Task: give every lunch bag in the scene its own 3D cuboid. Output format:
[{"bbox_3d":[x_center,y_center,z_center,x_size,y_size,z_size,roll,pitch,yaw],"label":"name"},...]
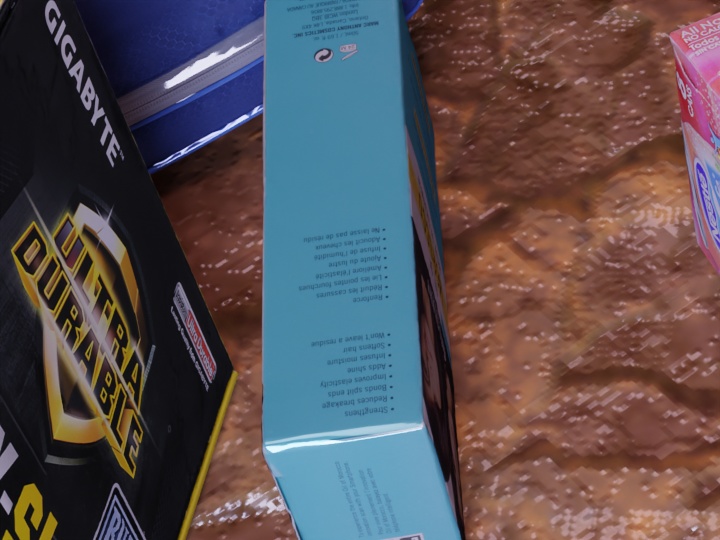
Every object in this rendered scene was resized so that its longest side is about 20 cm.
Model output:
[{"bbox_3d":[-0.072,-0.128,0.757,0.199,0.132,0.136,-28,48,2],"label":"lunch bag"}]

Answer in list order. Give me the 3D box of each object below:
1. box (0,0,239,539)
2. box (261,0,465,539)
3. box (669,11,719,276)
[{"bbox_3d":[-0.102,0.029,0.577,0.049,0.200,0.160,2,49,20],"label":"box"},{"bbox_3d":[0.000,0.000,0.655,0.049,0.082,0.201,-9,47,7],"label":"box"},{"bbox_3d":[0.208,-0.050,0.627,0.199,0.103,0.095,-23,47,-4],"label":"box"}]
